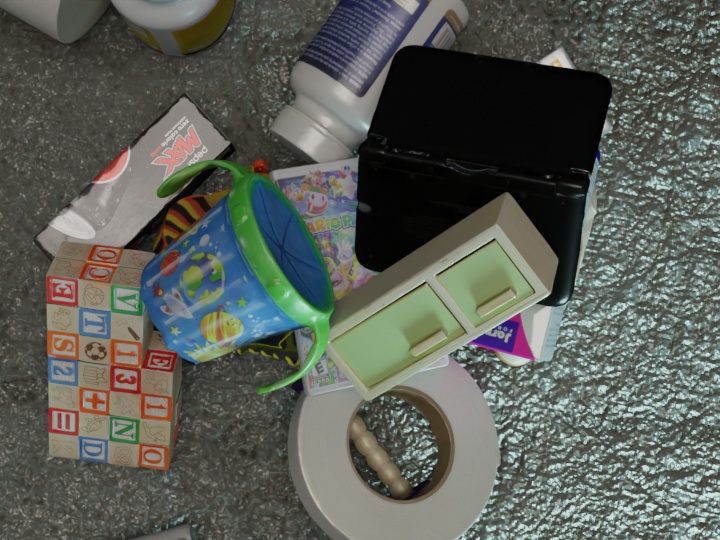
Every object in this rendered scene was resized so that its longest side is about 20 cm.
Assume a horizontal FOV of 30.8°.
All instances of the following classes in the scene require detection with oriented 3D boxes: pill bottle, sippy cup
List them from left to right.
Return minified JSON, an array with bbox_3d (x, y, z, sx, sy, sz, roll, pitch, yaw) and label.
[{"bbox_3d":[-0.172,-0.264,1.176,0.110,0.200,0.114,0,89,-2],"label":"pill bottle"},{"bbox_3d":[-0.110,0.008,1.100,0.129,0.140,0.179,-30,50,15],"label":"sippy cup"},{"bbox_3d":[0.004,-0.189,1.226,0.110,0.111,0.201,35,88,-1],"label":"pill bottle"}]

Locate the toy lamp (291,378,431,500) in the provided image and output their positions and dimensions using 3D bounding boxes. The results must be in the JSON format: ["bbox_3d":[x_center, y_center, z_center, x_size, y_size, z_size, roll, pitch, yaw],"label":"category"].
[{"bbox_3d":[0.014,0.174,1.246,0.058,0.058,0.201,-37,91,-2],"label":"toy lamp"}]

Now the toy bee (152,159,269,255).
[{"bbox_3d":[-0.109,-0.049,1.234,0.131,0.199,0.110,-39,58,30],"label":"toy bee"}]

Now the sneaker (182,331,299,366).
[{"bbox_3d":[-0.078,0.057,1.224,0.198,0.074,0.086,-22,88,12],"label":"sneaker"}]

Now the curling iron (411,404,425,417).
[{"bbox_3d":[0.027,0.079,1.263,0.049,0.026,0.201,-36,91,1],"label":"curling iron"}]

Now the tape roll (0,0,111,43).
[{"bbox_3d":[-0.280,-0.326,1.174,0.138,0.203,0.204,29,88,-2],"label":"tape roll"}]

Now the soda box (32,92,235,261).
[{"bbox_3d":[-0.212,-0.073,1.240,0.200,0.063,0.071,-45,91,-3],"label":"soda box"}]

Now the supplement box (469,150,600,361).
[{"bbox_3d":[0.146,-0.026,1.192,0.100,0.103,0.203,13,91,14],"label":"supplement box"}]

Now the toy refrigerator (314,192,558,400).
[{"bbox_3d":[0.062,0.026,1.100,0.199,0.070,0.076,-32,105,27],"label":"toy refrigerator"}]

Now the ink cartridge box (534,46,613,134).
[{"bbox_3d":[0.137,-0.122,1.267,0.199,0.037,0.095,-34,91,-5],"label":"ink cartridge box"}]

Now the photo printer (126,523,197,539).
[{"bbox_3d":[-0.233,0.344,1.227,0.197,0.069,0.169,-16,90,-2],"label":"photo printer"}]

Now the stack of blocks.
[{"bbox_3d":[-0.222,0.080,1.189,0.114,0.059,0.202,7,122,-1],"label":"stack of blocks"}]

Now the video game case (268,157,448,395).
[{"bbox_3d":[0.000,0.000,1.188,0.141,0.018,0.203,-10,92,-22],"label":"video game case"}]

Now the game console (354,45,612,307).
[{"bbox_3d":[0.106,-0.084,1.145,0.197,0.117,0.178,11,119,16],"label":"game console"}]

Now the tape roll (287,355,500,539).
[{"bbox_3d":[0.032,0.163,1.207,0.200,0.037,0.206,6,71,-17],"label":"tape roll"}]

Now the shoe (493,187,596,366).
[{"bbox_3d":[0.175,-0.005,1.257,0.069,0.053,0.202,20,88,-1],"label":"shoe"}]
